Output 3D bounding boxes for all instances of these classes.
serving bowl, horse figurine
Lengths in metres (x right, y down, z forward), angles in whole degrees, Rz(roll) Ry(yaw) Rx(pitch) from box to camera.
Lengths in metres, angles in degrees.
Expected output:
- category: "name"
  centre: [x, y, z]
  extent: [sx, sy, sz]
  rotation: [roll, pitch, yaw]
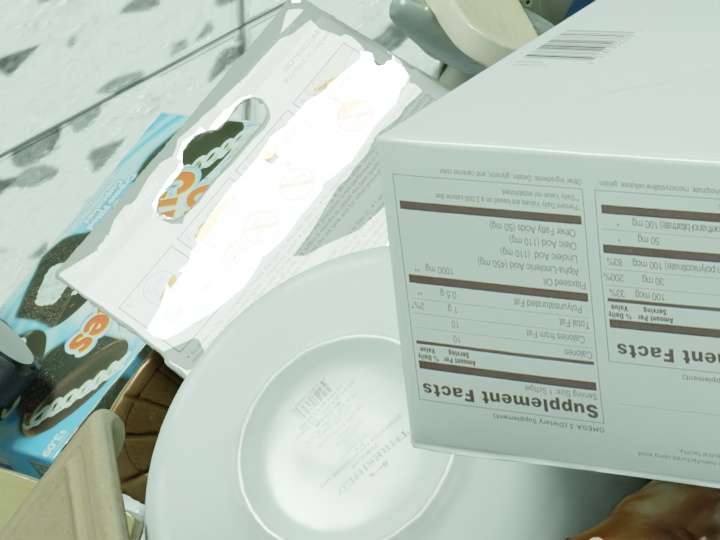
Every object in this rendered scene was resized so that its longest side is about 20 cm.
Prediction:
- category: "serving bowl"
  centre: [0.006, 0.074, 1.047]
  extent: [0.200, 0.066, 0.200]
  rotation: [-10, 61, 19]
- category: "horse figurine"
  centre: [0.136, 0.067, 0.986]
  extent: [0.133, 0.050, 0.200]
  rotation: [-18, 13, 27]

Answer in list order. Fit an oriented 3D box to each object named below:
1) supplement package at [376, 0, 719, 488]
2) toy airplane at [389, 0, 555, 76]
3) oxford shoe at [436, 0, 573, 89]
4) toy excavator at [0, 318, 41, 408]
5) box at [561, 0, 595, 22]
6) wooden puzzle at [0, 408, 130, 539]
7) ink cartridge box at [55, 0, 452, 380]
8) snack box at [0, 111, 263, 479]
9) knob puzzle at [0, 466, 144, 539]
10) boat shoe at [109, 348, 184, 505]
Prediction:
- category: "supplement package"
  centre: [0.124, -0.020, 0.968]
  extent: [0.156, 0.111, 0.200]
  rotation: [5, 23, 31]
- category: "toy airplane"
  centre: [0.031, -0.147, 1.216]
  extent: [0.199, 0.141, 0.200]
  rotation: [20, 39, 24]
- category: "oxford shoe"
  centre: [0.066, -0.112, 1.299]
  extent: [0.075, 0.058, 0.200]
  rotation: [-6, 46, 35]
- category: "toy excavator"
  centre: [-0.259, 0.000, 1.227]
  extent: [0.100, 0.200, 0.194]
  rotation: [-47, 57, 11]
- category: "box"
  centre: [0.144, -0.099, 1.221]
  extent: [0.122, 0.048, 0.200]
  rotation: [-2, 47, 40]
- category: "wooden puzzle"
  centre: [-0.123, 0.159, 0.931]
  extent: [0.185, 0.037, 0.200]
  rotation: [-51, 20, 17]
- category: "ink cartridge box"
  centre: [0.000, 0.000, 1.156]
  extent: [0.200, 0.050, 0.161]
  rotation: [33, 78, 34]
- category: "snack box"
  centre: [-0.105, 0.013, 1.316]
  extent: [0.116, 0.037, 0.200]
  rotation: [9, 54, 47]
- category: "knob puzzle"
  centre: [-0.187, 0.154, 1.112]
  extent: [0.220, 0.030, 0.220]
  rotation: [-3, 82, 23]
- category: "boat shoe"
  centre: [-0.038, 0.017, 1.215]
  extent: [0.200, 0.072, 0.072]
  rotation: [-53, 5, -12]
